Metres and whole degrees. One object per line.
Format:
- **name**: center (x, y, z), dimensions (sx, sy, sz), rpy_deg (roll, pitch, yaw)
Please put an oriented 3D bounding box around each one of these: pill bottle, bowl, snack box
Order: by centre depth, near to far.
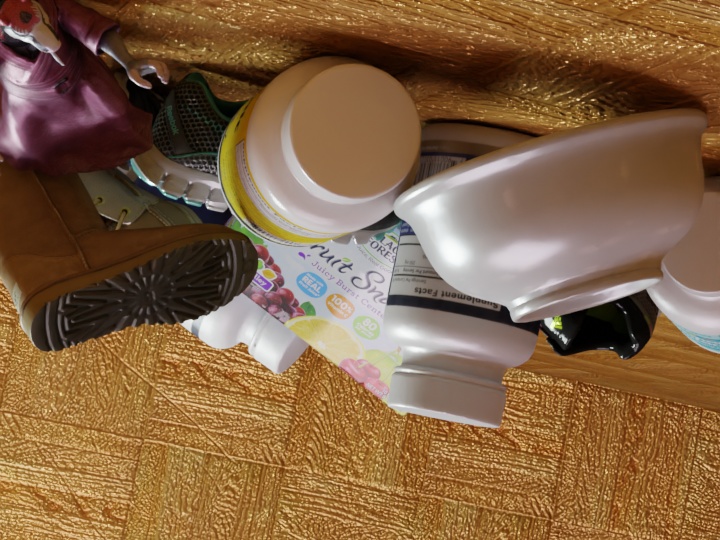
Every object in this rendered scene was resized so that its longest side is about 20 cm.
- **bowl**: center (0.126, -0.024, 1.270), dimensions (0.200, 0.091, 0.201), rpy_deg (-14, 172, -2)
- **pill bottle**: center (-0.024, -0.076, 1.331), dimensions (0.111, 0.112, 0.200), rpy_deg (12, 174, -12)
- **pill bottle**: center (0.077, 0.005, 1.476), dimensions (0.111, 0.201, 0.111), rpy_deg (11, 175, 1)
- **pill bottle**: center (0.258, -0.004, 1.489), dimensions (0.110, 0.111, 0.200), rpy_deg (9, 174, 18)
- **snack box**: center (0.000, 0.000, 1.585), dimensions (0.200, 0.053, 0.142), rpy_deg (37, 126, -8)
- **pill bottle**: center (-0.122, -0.008, 1.707), dimensions (0.200, 0.111, 0.111), rpy_deg (36, 178, 9)

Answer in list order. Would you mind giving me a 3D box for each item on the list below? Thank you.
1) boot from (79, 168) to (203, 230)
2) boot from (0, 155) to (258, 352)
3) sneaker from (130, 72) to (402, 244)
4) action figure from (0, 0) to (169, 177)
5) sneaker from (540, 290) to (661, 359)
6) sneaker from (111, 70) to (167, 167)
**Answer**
- **boot**: center (-0.211, -0.042, 1.514), dimensions (0.154, 0.072, 0.200), rpy_deg (16, -168, -42)
- **boot**: center (-0.186, -0.045, 1.403), dimensions (0.175, 0.066, 0.200), rpy_deg (-13, -135, -27)
- **sneaker**: center (-0.055, -0.079, 1.462), dimensions (0.199, 0.092, 0.078), rpy_deg (15, -164, -20)
- **action figure**: center (-0.195, -0.136, 1.311), dimensions (0.133, 0.149, 0.200), rpy_deg (-19, 155, -3)
- **sneaker**: center (0.160, 0.021, 1.748), dimensions (0.199, 0.088, 0.074), rpy_deg (17, 130, -3)
- **sneaker**: center (-0.140, -0.097, 1.542), dimensions (0.108, 0.070, 0.200), rpy_deg (16, -179, -3)
